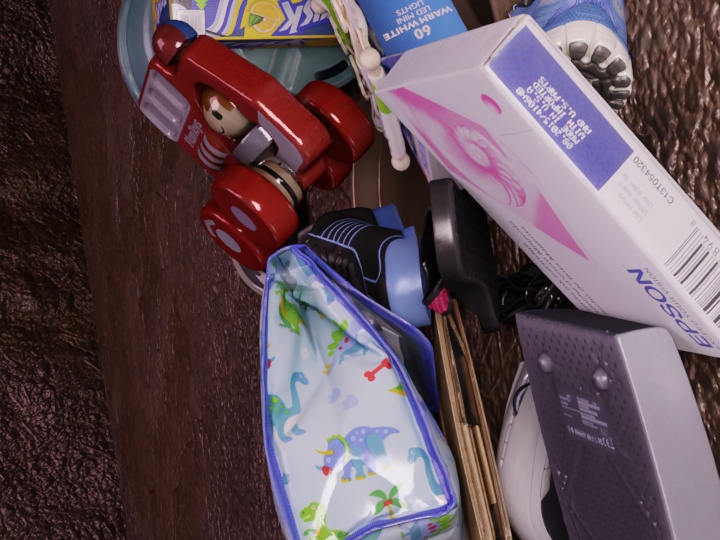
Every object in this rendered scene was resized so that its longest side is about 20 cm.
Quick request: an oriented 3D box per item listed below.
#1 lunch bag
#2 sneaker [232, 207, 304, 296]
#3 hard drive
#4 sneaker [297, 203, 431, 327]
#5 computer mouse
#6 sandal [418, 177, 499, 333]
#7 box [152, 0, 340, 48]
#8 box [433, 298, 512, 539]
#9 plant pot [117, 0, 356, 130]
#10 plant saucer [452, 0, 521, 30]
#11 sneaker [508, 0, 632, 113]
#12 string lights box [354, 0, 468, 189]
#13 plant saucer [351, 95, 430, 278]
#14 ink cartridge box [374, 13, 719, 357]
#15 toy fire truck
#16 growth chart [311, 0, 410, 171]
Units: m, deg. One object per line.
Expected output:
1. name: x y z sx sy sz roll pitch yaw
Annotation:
1. lunch bag: -0.007 0.101 0.954 0.170 0.127 0.201 77 171 -65
2. sneaker: -0.094 -0.070 1.473 0.107 0.074 0.201 102 157 -46
3. hard drive: 0.146 0.118 0.779 0.135 0.042 0.201 -169 62 -71
4. sneaker: 0.000 0.000 1.002 0.200 0.077 0.071 -118 18 -77
5. computer mouse: 0.110 0.096 0.935 0.110 0.044 0.201 -166 72 -72
6. sandal: 0.052 -0.008 0.869 0.200 0.045 0.076 43 -142 -71
7. box: -0.057 -0.207 1.128 0.070 0.199 0.065 -175 82 -71
8. box: 0.074 0.131 0.995 0.200 0.021 0.164 79 179 -66
9. plant pot: -0.087 -0.213 1.267 0.196 0.199 0.202 -6 88 64
10. plant saucer: 0.062 -0.209 0.935 0.200 0.029 0.201 157 90 -87
11. sneaker: 0.116 -0.108 0.851 0.200 0.078 0.090 113 170 -65
12. string lights box: 0.033 -0.160 0.986 0.103 0.059 0.201 72 174 -66
13. plant saucer: 0.035 -0.058 1.133 0.200 0.029 0.201 175 90 -71
14. ink cartridge box: 0.097 -0.039 0.763 0.196 0.043 0.200 45 167 -14
15. toy fire truck: -0.092 -0.103 1.067 0.168 0.112 0.200 42 164 -2
16. growth chart: -0.009 -0.161 0.994 0.145 0.018 0.201 69 177 -53
